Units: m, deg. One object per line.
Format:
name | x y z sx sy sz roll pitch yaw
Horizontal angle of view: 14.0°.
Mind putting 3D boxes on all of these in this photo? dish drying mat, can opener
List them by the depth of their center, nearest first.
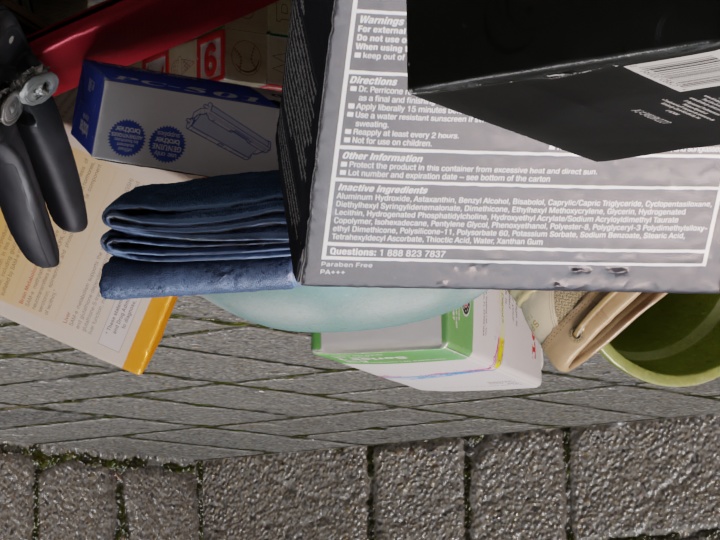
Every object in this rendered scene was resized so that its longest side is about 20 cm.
can opener | -0.179 -0.071 1.534 0.079 0.063 0.200 31 162 30
dish drying mat | -0.119 -0.129 1.547 0.200 0.018 0.077 -23 164 13

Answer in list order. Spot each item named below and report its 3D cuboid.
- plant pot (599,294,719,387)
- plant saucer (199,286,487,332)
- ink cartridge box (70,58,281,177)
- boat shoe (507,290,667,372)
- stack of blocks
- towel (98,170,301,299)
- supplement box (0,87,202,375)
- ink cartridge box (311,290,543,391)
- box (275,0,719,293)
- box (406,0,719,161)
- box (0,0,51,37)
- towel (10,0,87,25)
plant pot | 0.150 -0.034 1.889 0.200 0.201 0.184 6 -179 -35
plant saucer | 0.000 0.000 1.508 0.201 0.039 0.201 -6 -168 1
ink cartridge box | -0.044 -0.069 1.523 0.200 0.044 0.094 8 -172 -13
boat shoe | 0.168 -0.021 1.435 0.200 0.065 0.071 -33 165 19
stack of blocks | -0.026 -0.116 1.689 0.200 0.059 0.115 6 169 -34
towel | -0.023 -0.024 1.427 0.200 0.049 0.112 -4 -168 10
supplement box | -0.188 -0.042 1.683 0.200 0.126 0.074 24 -160 -2
ink cartridge box | 0.040 -0.012 1.696 0.084 0.145 0.200 -4 171 18
box | 0.073 -0.104 1.294 0.200 0.123 0.199 1 129 -9
box | 0.100 -0.153 1.021 0.124 0.200 0.148 -7 168 30
box | -0.276 -0.112 1.553 0.200 0.021 0.163 -14 168 16
towel | -0.240 -0.161 1.519 0.192 0.035 0.200 -3 169 -4
